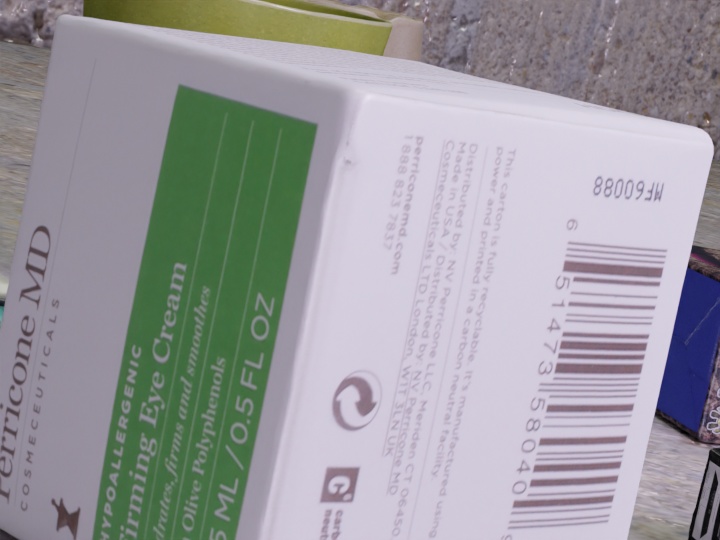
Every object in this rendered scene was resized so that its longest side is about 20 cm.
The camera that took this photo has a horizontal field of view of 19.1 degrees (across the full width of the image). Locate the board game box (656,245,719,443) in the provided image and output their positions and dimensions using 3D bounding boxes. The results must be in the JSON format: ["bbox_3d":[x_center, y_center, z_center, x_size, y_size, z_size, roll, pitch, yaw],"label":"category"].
[{"bbox_3d":[0.277,0.053,1.351,0.199,0.097,0.159,9,9,-19],"label":"board game box"}]

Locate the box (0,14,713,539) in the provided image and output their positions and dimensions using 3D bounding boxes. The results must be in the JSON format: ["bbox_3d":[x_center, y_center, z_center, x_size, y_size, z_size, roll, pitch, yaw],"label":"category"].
[{"bbox_3d":[-0.007,0.021,0.802,0.199,0.200,0.171,4,11,-44],"label":"box"}]

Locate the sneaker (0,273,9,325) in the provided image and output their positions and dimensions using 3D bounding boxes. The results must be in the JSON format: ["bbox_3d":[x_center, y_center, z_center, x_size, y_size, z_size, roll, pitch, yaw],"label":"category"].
[{"bbox_3d":[-0.143,0.048,0.952,0.199,0.078,0.080,8,27,3],"label":"sneaker"}]

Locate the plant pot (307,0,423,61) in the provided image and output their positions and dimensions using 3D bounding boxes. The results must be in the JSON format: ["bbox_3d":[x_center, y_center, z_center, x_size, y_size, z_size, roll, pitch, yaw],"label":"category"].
[{"bbox_3d":[-0.015,-0.192,2.287,0.199,0.184,0.200,11,8,-2],"label":"plant pot"}]

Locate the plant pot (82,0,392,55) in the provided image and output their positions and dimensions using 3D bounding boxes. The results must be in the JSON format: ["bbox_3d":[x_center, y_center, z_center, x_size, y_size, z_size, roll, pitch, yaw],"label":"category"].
[{"bbox_3d":[-0.090,-0.069,1.291,0.186,0.201,0.187,11,8,-2],"label":"plant pot"}]

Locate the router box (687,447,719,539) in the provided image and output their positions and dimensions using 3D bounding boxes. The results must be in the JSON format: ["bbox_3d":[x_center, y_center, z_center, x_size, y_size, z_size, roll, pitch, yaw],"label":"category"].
[{"bbox_3d":[0.266,0.134,0.939,0.199,0.051,0.149,9,10,-18],"label":"router box"}]
